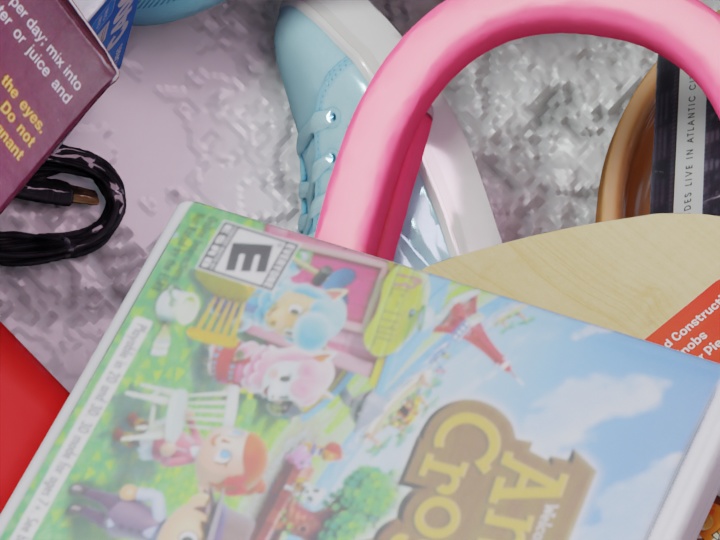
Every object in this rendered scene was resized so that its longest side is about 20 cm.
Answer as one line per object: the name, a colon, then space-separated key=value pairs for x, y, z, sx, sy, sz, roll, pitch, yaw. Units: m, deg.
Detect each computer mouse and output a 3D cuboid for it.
computer mouse: x=-0.172 y=-0.039 z=0.950 sx=0.200 sy=0.034 sz=0.059 roll=17 pitch=68 yaw=-19

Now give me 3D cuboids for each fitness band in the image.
fitness band: x=0.057 y=0.006 z=0.904 sx=0.144 sy=0.037 sz=0.200 roll=12 pitch=82 yaw=16

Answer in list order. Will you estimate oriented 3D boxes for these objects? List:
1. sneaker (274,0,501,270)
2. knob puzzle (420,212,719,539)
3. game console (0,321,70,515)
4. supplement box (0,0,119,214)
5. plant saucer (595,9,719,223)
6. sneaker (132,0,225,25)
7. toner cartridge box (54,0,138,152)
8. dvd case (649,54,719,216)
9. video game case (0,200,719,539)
sneaker: x=0.000 y=0.000 z=0.965 sx=0.082 sy=0.074 sz=0.200 roll=-19 pitch=75 yaw=-17
knob puzzle: x=0.079 y=0.063 z=0.836 sx=0.220 sy=0.030 sz=0.220 roll=-9 pitch=53 yaw=13
game console: x=-0.179 y=0.098 z=0.870 sx=0.172 sy=0.119 sz=0.200 roll=47 pitch=67 yaw=-10
supplement box: x=-0.188 y=-0.024 z=0.834 sx=0.200 sy=0.131 sz=0.103 roll=-52 pitch=123 yaw=-26
plant saucer: x=0.172 y=-0.002 z=1.038 sx=0.200 sy=0.037 sz=0.200 roll=5 pitch=71 yaw=-16
sneaker: x=-0.028 y=-0.136 z=1.002 sx=0.200 sy=0.131 sz=0.080 roll=-6 pitch=103 yaw=15
toner cartridge box: x=-0.163 y=-0.123 z=0.926 sx=0.200 sy=0.095 sz=0.043 roll=33 pitch=67 yaw=3
dvd case: x=0.180 y=-0.043 z=0.922 sx=0.016 sy=0.200 sz=0.149 roll=47 pitch=37 yaw=-38
video game case: x=-0.014 y=0.086 z=0.806 sx=0.182 sy=0.022 sz=0.200 roll=17 pitch=62 yaw=22
